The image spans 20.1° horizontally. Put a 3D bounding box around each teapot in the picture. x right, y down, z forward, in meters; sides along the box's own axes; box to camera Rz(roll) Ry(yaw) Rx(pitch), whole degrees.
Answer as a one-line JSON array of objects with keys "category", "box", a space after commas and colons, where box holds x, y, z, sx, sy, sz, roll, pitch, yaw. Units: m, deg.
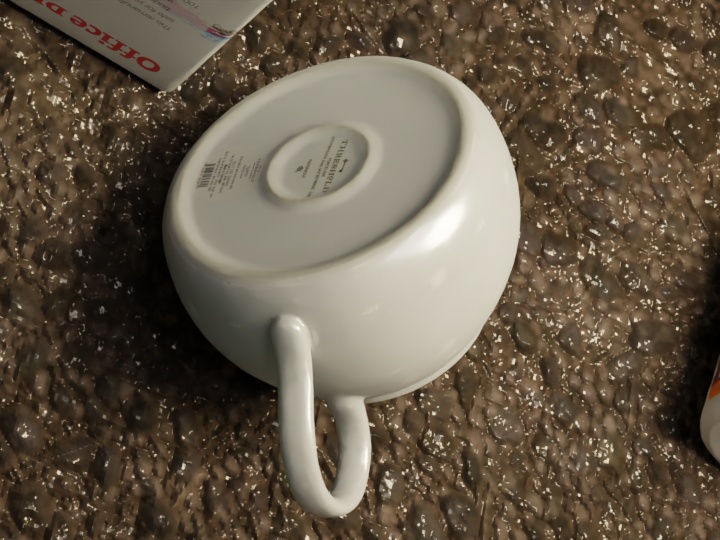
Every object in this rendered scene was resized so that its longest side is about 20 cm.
[{"category": "teapot", "box": [0.000, 0.000, 1.046, 0.199, 0.197, 0.147, -33, 131, -12]}]

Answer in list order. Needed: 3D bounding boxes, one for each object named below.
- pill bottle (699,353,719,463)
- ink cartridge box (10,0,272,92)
[{"category": "pill bottle", "box": [0.283, 0.026, 1.219, 0.114, 0.114, 0.201, 31, 62, -18]}, {"category": "ink cartridge box", "box": [-0.095, -0.215, 1.024, 0.146, 0.200, 0.147, 29, 61, -19]}]
